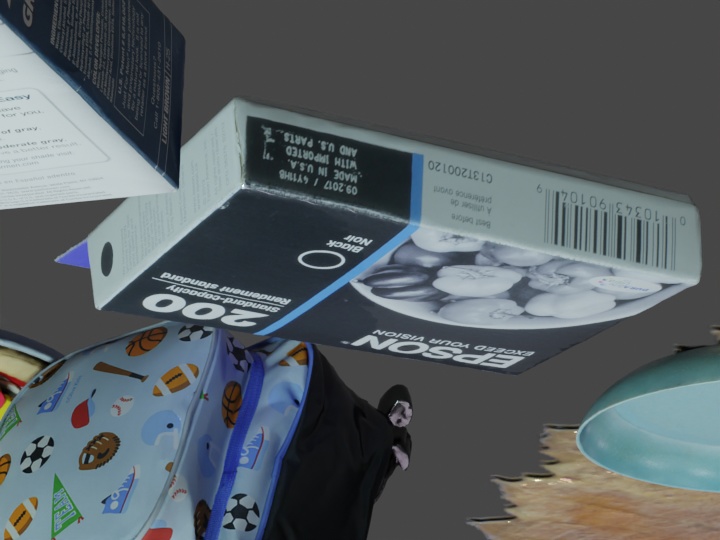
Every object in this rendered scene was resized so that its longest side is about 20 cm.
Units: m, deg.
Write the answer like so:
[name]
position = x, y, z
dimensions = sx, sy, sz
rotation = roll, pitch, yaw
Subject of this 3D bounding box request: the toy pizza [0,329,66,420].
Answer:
[toy pizza]
position = -0.229, 0.064, 1.196
dimensions = 0.200, 0.032, 0.200
rotation = 1, 160, 1

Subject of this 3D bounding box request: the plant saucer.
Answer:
[plant saucer]
position = 0.203, 0.070, 1.186
dimensions = 0.200, 0.027, 0.200
rotation = 1, 159, 0

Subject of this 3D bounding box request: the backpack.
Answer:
[backpack]
position = -0.095, 0.123, 1.126
dimensions = 0.190, 0.200, 0.154
rotation = -25, 121, 37

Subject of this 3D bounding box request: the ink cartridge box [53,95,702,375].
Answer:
[ink cartridge box]
position = 0.000, 0.000, 0.991
dimensions = 0.198, 0.044, 0.200
rotation = 11, 159, -24

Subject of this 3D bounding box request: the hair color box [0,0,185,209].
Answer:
[hair color box]
position = -0.135, -0.082, 0.750
dimensions = 0.100, 0.061, 0.200
rotation = -5, 159, 17
